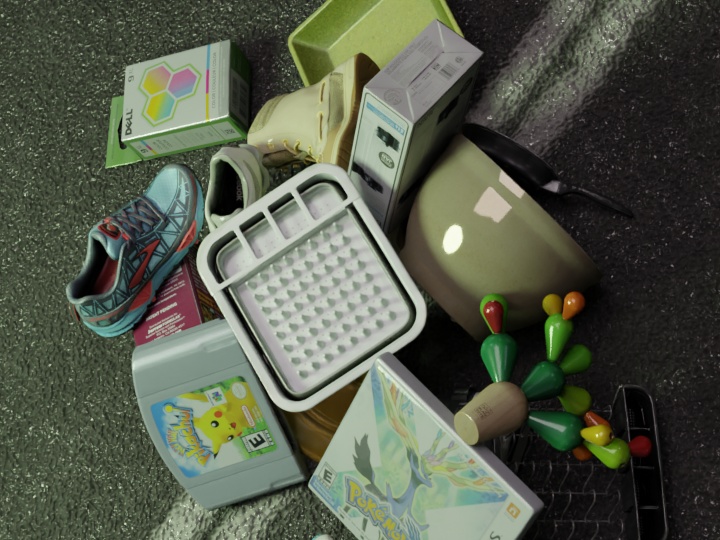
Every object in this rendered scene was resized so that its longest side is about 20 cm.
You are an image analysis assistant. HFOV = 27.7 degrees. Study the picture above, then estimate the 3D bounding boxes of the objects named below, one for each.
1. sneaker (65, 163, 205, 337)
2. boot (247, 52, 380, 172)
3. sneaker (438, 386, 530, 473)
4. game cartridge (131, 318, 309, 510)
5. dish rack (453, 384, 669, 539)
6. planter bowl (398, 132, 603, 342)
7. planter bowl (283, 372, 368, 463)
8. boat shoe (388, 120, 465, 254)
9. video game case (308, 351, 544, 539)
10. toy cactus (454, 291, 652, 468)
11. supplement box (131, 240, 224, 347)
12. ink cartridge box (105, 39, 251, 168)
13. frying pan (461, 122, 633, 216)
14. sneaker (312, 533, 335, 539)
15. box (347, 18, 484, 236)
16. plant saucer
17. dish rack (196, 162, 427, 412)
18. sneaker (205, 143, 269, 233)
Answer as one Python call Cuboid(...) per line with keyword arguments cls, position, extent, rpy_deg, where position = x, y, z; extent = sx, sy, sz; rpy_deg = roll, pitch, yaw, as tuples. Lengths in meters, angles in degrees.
Cuboid(cls="sneaker", position=(-0.235, -0.029, 1.523), extent=(0.079, 0.095, 0.201), rpy_deg=(23, 81, 33))
Cuboid(cls="boot", position=(-0.053, -0.127, 1.574), extent=(0.155, 0.073, 0.202), rpy_deg=(-19, 54, 34))
Cuboid(cls="sneaker", position=(0.088, 0.210, 1.421), extent=(0.111, 0.073, 0.201), rpy_deg=(8, 64, 31))
Cuboid(cls="game cartridge", position=(-0.148, 0.151, 1.484), extent=(0.132, 0.201, 0.041), rpy_deg=(-18, 25, 14))
Cuboid(cls="dish rack", position=(0.177, 0.186, 1.351), extent=(0.198, 0.055, 0.155), rpy_deg=(1, 65, -7))
Cuboid(cls="planter bowl", position=(0.120, -0.017, 1.425), extent=(0.135, 0.200, 0.200), rpy_deg=(-46, 57, 2))
Cuboid(cls="planter bowl", position=(-0.027, 0.097, 1.485), extent=(0.199, 0.202, 0.083), rpy_deg=(21, 40, 31))
Cuboid(cls="boat shoe", position=(0.057, -0.104, 1.566), extent=(0.064, 0.071, 0.201), rpy_deg=(-9, 51, 44))
Cuboid(cls="video game case", position=(0.053, 0.204, 1.327), extent=(0.200, 0.022, 0.183), rpy_deg=(44, 129, 22))
Cuboid(cls="toy cactus", position=(0.157, 0.105, 1.289), extent=(0.164, 0.102, 0.201), rpy_deg=(-25, 76, -34))
Cuboid(cls="supplement box", position=(-0.187, 0.063, 1.583), extent=(0.085, 0.110, 0.201), rpy_deg=(-27, 59, 13))
Cuboid(cls="ink cartridge box", position=(-0.231, -0.197, 1.747), extent=(0.198, 0.059, 0.105), rpy_deg=(-10, 64, 21))
Cuboid(cls="frying pan", position=(0.181, -0.096, 1.510), extent=(0.189, 0.115, 0.031), rpy_deg=(33, 84, -13))
Cuboid(cls="sneaker", position=(0.026, 0.325, 1.399), extent=(0.081, 0.077, 0.200), rpy_deg=(-41, 64, -5))
Cuboid(cls="box", position=(0.047, -0.133, 1.414), extent=(0.060, 0.201, 0.117), rpy_deg=(36, 63, 14))
Cuboid(cls="plant saucer", position=(0.028, -0.242, 1.632), extent=(0.199, 0.048, 0.201), rpy_deg=(-39, 56, 25))
Cuboid(cls="dish rack", position=(-0.044, 0.018, 1.377), extent=(0.171, 0.044, 0.201), rpy_deg=(-33, 70, 3))
Cuboid(cls="sneaker", position=(-0.131, -0.033, 1.550), extent=(0.073, 0.088, 0.202), rpy_deg=(-11, 91, 17))
